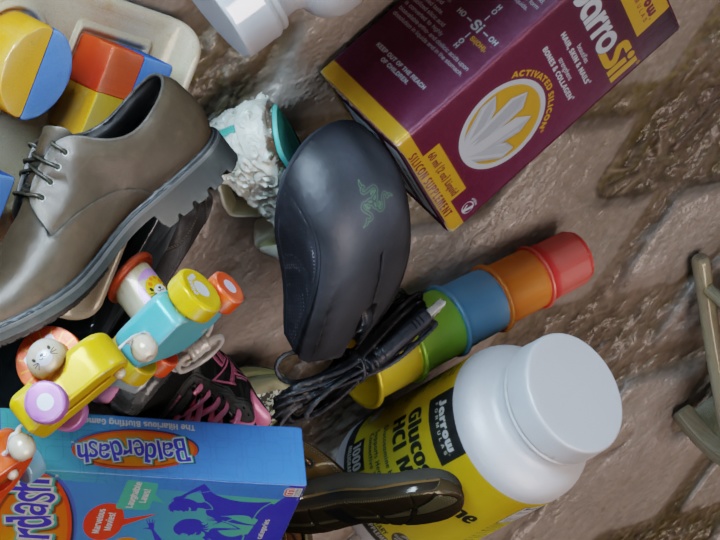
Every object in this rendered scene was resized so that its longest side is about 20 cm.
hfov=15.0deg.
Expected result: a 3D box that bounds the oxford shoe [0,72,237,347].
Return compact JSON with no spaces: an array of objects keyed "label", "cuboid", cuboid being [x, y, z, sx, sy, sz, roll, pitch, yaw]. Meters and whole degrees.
[{"label":"oxford shoe","cuboid":[-0.164,-0.032,1.464,0.200,0.073,0.085,-44,117,-21]}]

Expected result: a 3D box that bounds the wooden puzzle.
[{"label":"wooden puzzle","cuboid":[-0.181,-0.066,1.499,0.200,0.046,0.186,15,100,-50]}]

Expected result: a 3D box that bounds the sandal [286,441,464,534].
[{"label":"sandal","cuboid":[-0.027,0.140,1.824,0.199,0.055,0.082,-7,159,22]}]

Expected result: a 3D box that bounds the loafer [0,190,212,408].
[{"label":"loafer","cuboid":[-0.154,0.023,1.634,0.200,0.073,0.072,-53,148,14]}]

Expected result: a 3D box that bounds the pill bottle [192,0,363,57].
[{"label":"pill bottle","cuboid":[-0.010,-0.210,1.503,0.200,0.111,0.111,-39,145,-7]}]

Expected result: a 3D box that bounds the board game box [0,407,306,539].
[{"label":"board game box","cuboid":[-0.147,0.145,1.630,0.199,0.045,0.152,5,142,-15]}]

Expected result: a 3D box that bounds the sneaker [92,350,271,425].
[{"label":"sneaker","cuboid":[-0.100,0.078,1.666,0.079,0.095,0.200,-47,171,4]}]

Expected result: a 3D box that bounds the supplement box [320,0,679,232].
[{"label":"supplement box","cuboid":[0.089,-0.137,1.697,0.200,0.086,0.110,-42,144,-4]}]

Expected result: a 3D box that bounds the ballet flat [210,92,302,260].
[{"label":"ballet flat","cuboid":[-0.047,-0.043,1.691,0.072,0.072,0.200,-41,143,-4]}]

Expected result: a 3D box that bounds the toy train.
[{"label":"toy train","cuboid":[-0.157,0.059,1.497,0.200,0.056,0.150,-36,171,-27]}]

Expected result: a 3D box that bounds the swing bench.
[{"label":"swing bench","cuboid":[0.364,0.052,2.128,0.198,0.130,0.201,-28,142,-22]}]

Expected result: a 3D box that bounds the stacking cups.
[{"label":"stacking cups","cuboid":[0.077,0.029,1.875,0.199,0.061,0.061,-24,140,-26]}]

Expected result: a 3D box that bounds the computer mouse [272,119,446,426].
[{"label":"computer mouse","cuboid":[0.000,0.000,1.661,0.138,0.053,0.201,-35,138,-30]}]

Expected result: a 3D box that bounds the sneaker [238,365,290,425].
[{"label":"sneaker","cuboid":[-0.115,0.142,1.774,0.200,0.089,0.077,-35,144,-12]}]

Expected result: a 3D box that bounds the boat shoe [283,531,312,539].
[{"label":"boat shoe","cuboid":[-0.107,0.246,1.902,0.068,0.072,0.200,13,116,-51]}]

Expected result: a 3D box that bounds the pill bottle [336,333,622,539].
[{"label":"pill bottle","cuboid":[0.081,0.119,1.860,0.112,0.113,0.200,-5,159,-42]}]
